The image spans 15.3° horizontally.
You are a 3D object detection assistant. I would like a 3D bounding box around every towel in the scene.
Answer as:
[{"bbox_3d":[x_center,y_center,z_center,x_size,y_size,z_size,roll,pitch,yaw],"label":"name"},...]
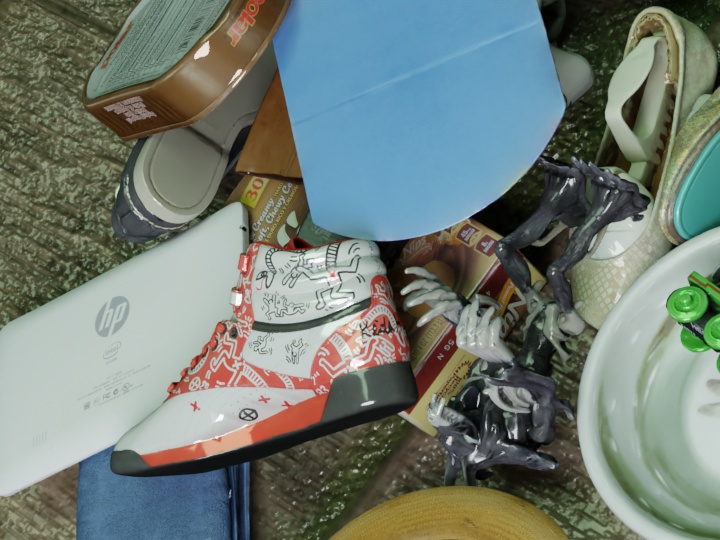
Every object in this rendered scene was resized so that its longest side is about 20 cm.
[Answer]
[{"bbox_3d":[-0.114,0.182,1.548,0.111,0.049,0.200,-18,55,22],"label":"towel"}]

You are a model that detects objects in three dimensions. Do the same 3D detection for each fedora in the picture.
[{"bbox_3d":[0.044,0.213,1.410,0.200,0.082,0.201,-16,56,24],"label":"fedora"}]

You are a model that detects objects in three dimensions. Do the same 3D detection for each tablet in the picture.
[{"bbox_3d":[-0.145,0.047,1.608,0.200,0.014,0.130,-26,47,26],"label":"tablet"}]

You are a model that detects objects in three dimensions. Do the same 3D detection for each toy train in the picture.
[{"bbox_3d":[0.234,0.053,1.357,0.056,0.042,0.200,-42,49,-10],"label":"toy train"}]

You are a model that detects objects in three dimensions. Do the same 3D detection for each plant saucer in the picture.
[{"bbox_3d":[0.215,0.068,1.417,0.200,0.050,0.201,-15,55,23],"label":"plant saucer"}]

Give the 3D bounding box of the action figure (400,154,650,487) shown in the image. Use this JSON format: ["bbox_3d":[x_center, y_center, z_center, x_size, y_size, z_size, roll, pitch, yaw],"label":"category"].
[{"bbox_3d":[0.075,0.032,1.447,0.119,0.102,0.200,21,86,58],"label":"action figure"}]

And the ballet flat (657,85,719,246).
[{"bbox_3d":[0.226,-0.097,1.504,0.200,0.071,0.071,-49,50,-7],"label":"ballet flat"}]

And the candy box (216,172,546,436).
[{"bbox_3d":[0.000,0.000,1.583,0.200,0.055,0.116,32,83,39],"label":"candy box"}]

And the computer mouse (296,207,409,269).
[{"bbox_3d":[0.024,-0.059,1.540,0.059,0.034,0.200,30,81,21],"label":"computer mouse"}]

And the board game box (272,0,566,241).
[{"bbox_3d":[0.038,-0.105,1.506,0.158,0.039,0.200,-22,61,17],"label":"board game box"}]

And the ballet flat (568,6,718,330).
[{"bbox_3d":[0.151,-0.060,1.524,0.067,0.062,0.200,-2,61,39],"label":"ballet flat"}]

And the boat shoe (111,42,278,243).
[{"bbox_3d":[-0.103,-0.092,1.675,0.063,0.073,0.200,-39,17,44],"label":"boat shoe"}]

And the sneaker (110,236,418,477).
[{"bbox_3d":[-0.062,0.046,1.493,0.201,0.067,0.108,-19,77,32],"label":"sneaker"}]

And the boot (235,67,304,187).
[{"bbox_3d":[-0.030,-0.150,1.623,0.188,0.068,0.201,17,89,35],"label":"boot"}]

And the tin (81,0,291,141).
[{"bbox_3d":[-0.106,-0.137,1.601,0.112,0.042,0.200,-56,20,-19],"label":"tin"}]

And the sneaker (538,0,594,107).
[{"bbox_3d":[0.076,-0.152,1.629,0.088,0.074,0.200,-28,50,-7],"label":"sneaker"}]
